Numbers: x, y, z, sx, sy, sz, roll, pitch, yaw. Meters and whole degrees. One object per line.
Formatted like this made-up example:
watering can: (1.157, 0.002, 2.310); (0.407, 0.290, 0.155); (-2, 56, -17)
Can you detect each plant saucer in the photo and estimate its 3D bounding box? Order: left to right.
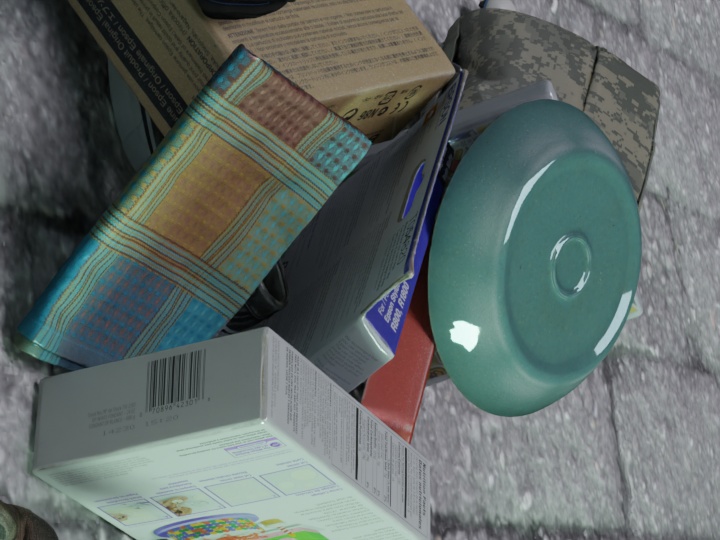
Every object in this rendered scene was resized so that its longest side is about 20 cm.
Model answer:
plant saucer: (0.018, 0.094, 1.563); (0.201, 0.036, 0.200); (-72, 176, -47)
plant saucer: (0.120, -0.005, 1.551); (0.199, 0.036, 0.202); (-13, 108, -45)

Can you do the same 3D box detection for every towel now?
towel: (-0.089, -0.017, 1.354); (0.022, 0.200, 0.147); (42, 6, 32)

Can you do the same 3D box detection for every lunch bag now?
lunch bag: (0.121, -0.096, 1.875); (0.167, 0.139, 0.201); (33, 40, -10)

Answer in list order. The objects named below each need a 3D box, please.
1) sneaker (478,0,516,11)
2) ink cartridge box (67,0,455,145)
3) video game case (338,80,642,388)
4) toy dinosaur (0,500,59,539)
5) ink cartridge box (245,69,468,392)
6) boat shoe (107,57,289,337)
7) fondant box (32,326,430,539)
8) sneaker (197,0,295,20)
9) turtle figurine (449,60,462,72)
sneaker: (0.139, -0.127, 2.012); (0.072, 0.072, 0.201); (-14, 91, -64)
ink cartridge box: (-0.060, -0.145, 1.463); (0.165, 0.075, 0.200); (53, 34, 14)
video game case: (0.064, -0.015, 1.643); (0.023, 0.199, 0.183); (-88, 155, -58)
toy dinosaur: (-0.166, 0.167, 1.234); (0.200, 0.077, 0.103); (56, 20, -31)
ink cartridge box: (0.000, 0.000, 1.505); (0.041, 0.200, 0.200); (36, 40, -16)
boat shoe: (-0.089, -0.061, 1.475); (0.072, 0.071, 0.201); (-23, 95, -64)
fondant box: (-0.067, 0.108, 1.366); (0.200, 0.143, 0.059); (44, 40, -52)
sneaker: (-0.057, -0.180, 1.317); (0.200, 0.076, 0.112); (-94, -168, -70)
turtle figurine: (0.034, -0.233, 1.725); (0.194, 0.198, 0.145); (-71, 157, -63)
